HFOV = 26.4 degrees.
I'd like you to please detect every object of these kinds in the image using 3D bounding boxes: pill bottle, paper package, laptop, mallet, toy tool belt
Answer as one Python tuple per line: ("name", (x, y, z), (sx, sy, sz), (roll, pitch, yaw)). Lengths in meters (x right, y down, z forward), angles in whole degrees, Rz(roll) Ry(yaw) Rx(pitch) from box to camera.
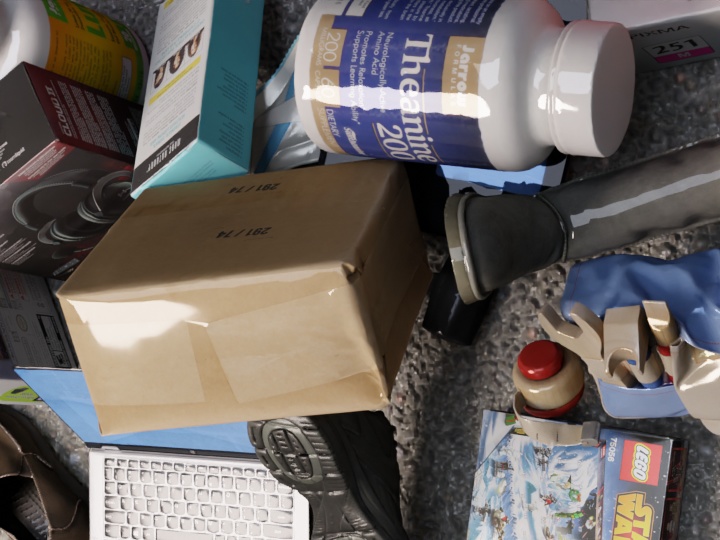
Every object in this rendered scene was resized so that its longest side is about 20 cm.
("pill bottle", (-0.264, -0.166, 1.192), (0.110, 0.200, 0.112), (-4, 82, 28))
("paper package", (-0.067, 0.013, 0.995), (0.199, 0.191, 0.104), (-7, 113, 16))
("laptop", (-0.141, 0.166, 1.106), (0.186, 0.116, 0.202), (1, 93, 22))
("mallet", (0.000, 0.000, 1.101), (0.199, 0.041, 0.066), (14, 89, 18))
("pill bottle", (0.067, -0.121, 0.977), (0.199, 0.111, 0.112), (8, 87, 27))
("toy tool belt", (0.178, 0.030, 0.965), (0.199, 0.123, 0.125), (-7, 41, 25))

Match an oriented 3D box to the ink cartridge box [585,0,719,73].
("ink cartridge box", (0.232, -0.180, 0.940), (0.199, 0.173, 0.044), (-9, 79, 27))

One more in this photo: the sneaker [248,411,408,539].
("sneaker", (0.000, 0.146, 1.048), (0.076, 0.091, 0.201), (-5, 120, 32))

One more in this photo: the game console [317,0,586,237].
("game console", (0.068, -0.124, 1.064), (0.176, 0.031, 0.201), (14, 97, 8))

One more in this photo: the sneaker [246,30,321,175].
("sneaker", (-0.024, -0.127, 1.136), (0.081, 0.076, 0.200), (47, 112, 16))

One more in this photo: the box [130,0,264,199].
("box", (-0.118, -0.139, 1.137), (0.082, 0.049, 0.201), (-34, 40, 37))

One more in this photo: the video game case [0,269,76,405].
("video game case", (-0.323, 0.008, 1.213), (0.045, 0.181, 0.201), (-32, 70, 21))

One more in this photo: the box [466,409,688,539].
("box", (0.136, 0.201, 1.020), (0.136, 0.040, 0.202), (7, 87, 30))

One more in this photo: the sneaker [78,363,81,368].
("sneaker", (-0.122, 0.074, 1.168), (0.199, 0.076, 0.091), (-27, 81, 30))

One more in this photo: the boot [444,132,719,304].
("boot", (0.163, -0.037, 0.950), (0.199, 0.182, 0.073), (-8, 100, 20))

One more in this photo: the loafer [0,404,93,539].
("loafer", (-0.284, 0.166, 1.235), (0.199, 0.071, 0.073), (33, 99, 27))

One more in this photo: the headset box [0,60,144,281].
("headset box", (-0.244, -0.071, 1.170), (0.148, 0.200, 0.078), (-35, 69, 19))
